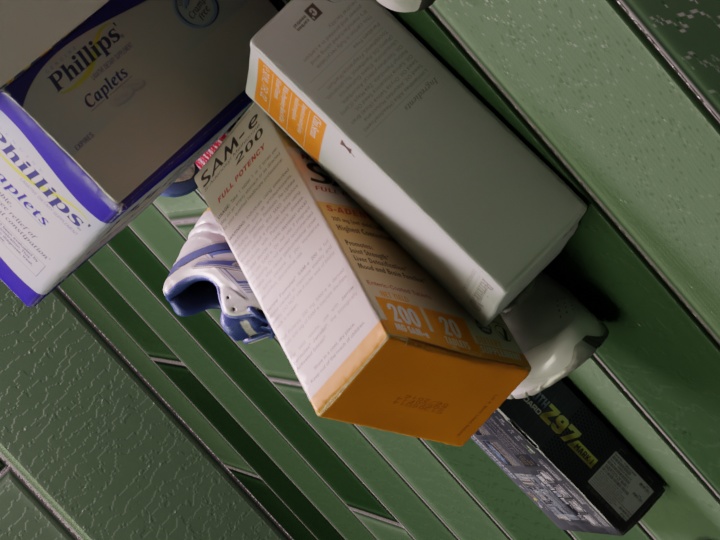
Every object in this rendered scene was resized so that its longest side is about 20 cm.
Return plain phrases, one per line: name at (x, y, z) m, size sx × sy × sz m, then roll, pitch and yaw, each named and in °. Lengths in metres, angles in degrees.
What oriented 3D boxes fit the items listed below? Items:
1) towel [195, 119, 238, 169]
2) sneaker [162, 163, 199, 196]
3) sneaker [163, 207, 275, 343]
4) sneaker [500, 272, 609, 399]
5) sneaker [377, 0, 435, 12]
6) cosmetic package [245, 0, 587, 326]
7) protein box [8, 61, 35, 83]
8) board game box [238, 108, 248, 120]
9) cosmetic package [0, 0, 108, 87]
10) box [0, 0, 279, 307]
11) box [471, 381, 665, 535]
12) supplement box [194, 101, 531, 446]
towel at (-0.087, -0.070, 1.783) m, size 0.144 × 0.022 × 0.200 m, roll 38°, pitch 167°, yaw 40°
sneaker at (-0.187, -0.133, 1.889) m, size 0.200 × 0.075 × 0.088 m, roll 49°, pitch 167°, yaw -18°
sneaker at (-0.050, 0.022, 1.723) m, size 0.199 × 0.088 × 0.075 m, roll 16°, pitch 152°, yaw 38°
sneaker at (0.078, 0.016, 1.520) m, size 0.200 × 0.074 × 0.087 m, roll 26°, pitch 152°, yaw 58°
sneaker at (-0.038, -0.170, 1.190) m, size 0.067 × 0.108 × 0.202 m, roll 36°, pitch 165°, yaw 37°
cosmetic package at (0.028, -0.069, 1.394) m, size 0.200 × 0.071 × 0.101 m, roll 44°, pitch 168°, yaw 6°
protein box at (-0.300, -0.193, 1.768) m, size 0.200 × 0.135 × 0.199 m, roll 35°, pitch 140°, yaw 42°
board game box at (-0.021, -0.057, 1.713) m, size 0.200 × 0.028 × 0.135 m, roll 47°, pitch 168°, yaw -1°
cosmetic package at (-0.200, -0.185, 1.479) m, size 0.085 × 0.200 × 0.108 m, roll 53°, pitch 168°, yaw -19°
box at (-0.157, -0.094, 1.566) m, size 0.105 × 0.184 × 0.200 m, roll 47°, pitch 151°, yaw -2°
box at (0.109, 0.100, 1.732) m, size 0.200 × 0.051 × 0.158 m, roll 46°, pitch 168°, yaw -4°
supplement box at (0.000, 0.000, 1.462) m, size 0.126 × 0.074 × 0.200 m, roll 15°, pitch -145°, yaw -44°
